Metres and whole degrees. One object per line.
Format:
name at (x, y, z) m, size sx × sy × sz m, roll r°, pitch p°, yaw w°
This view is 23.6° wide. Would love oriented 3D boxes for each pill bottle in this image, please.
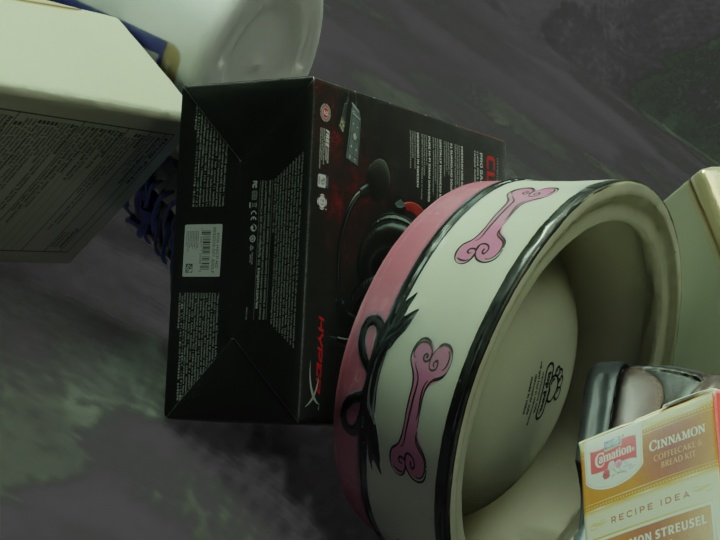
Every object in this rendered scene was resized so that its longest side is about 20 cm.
pill bottle at (-0.131, -0.141, 0.881) m, size 0.200 × 0.120 × 0.120 m, roll 26°, pitch 12°, yaw 20°

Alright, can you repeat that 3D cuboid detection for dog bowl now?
dog bowl at (0.065, 0.048, 0.765) m, size 0.074 × 0.201 × 0.200 m, roll 18°, pitch 4°, yaw 32°

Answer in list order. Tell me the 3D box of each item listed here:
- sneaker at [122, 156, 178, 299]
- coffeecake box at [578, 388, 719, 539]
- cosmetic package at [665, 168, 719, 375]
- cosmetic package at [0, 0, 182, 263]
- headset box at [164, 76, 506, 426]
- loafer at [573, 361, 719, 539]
sneaker at (-0.087, -0.019, 0.885) m, size 0.088 × 0.075 × 0.200 m, roll 16°, pitch 16°, yaw -2°
coffeecake box at (0.162, 0.162, 0.628) m, size 0.153 × 0.073 × 0.200 m, roll 19°, pitch 58°, yaw -34°
cosmetic package at (0.215, 0.053, 0.832) m, size 0.103 × 0.073 × 0.200 m, roll -4°, pitch 64°, yaw -32°
cosmetic package at (-0.170, -0.062, 0.726) m, size 0.073 × 0.104 × 0.200 m, roll 50°, pitch 18°, yaw 17°
headset box at (0.000, 0.000, 0.812) m, size 0.075 × 0.149 × 0.200 m, roll 0°, pitch -6°, yaw 32°
loafer at (0.118, 0.123, 0.690) m, size 0.072 × 0.063 × 0.200 m, roll 60°, pitch 32°, yaw -50°
